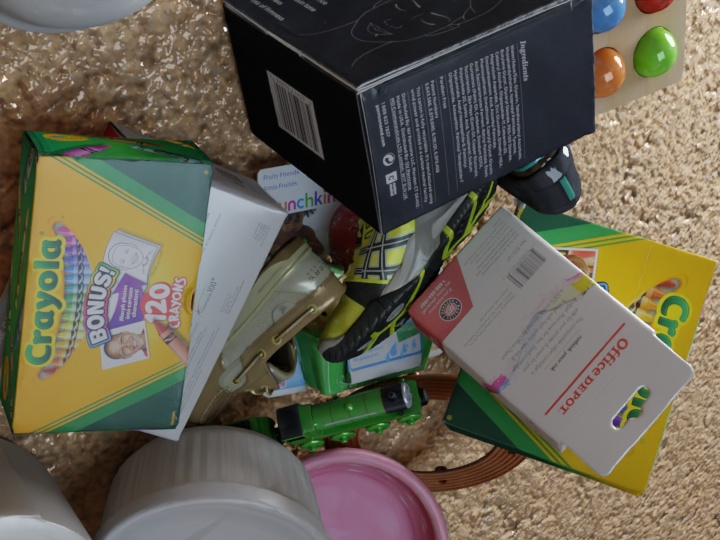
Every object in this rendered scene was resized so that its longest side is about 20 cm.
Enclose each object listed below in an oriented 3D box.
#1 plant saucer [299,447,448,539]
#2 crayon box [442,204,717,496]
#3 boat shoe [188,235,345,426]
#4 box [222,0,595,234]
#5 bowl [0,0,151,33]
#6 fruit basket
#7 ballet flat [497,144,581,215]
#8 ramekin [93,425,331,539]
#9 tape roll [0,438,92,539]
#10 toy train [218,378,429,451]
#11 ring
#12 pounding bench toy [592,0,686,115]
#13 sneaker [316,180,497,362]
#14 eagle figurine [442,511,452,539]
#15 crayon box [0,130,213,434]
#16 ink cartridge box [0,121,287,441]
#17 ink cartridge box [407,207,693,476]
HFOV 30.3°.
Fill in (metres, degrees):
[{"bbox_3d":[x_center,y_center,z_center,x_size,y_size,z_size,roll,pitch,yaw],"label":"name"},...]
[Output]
[{"bbox_3d":[-0.019,0.260,1.232,0.199,0.051,0.202,-1,97,-9],"label":"plant saucer"},{"bbox_3d":[0.183,0.064,1.107,0.058,0.172,0.201,51,58,-72],"label":"crayon box"},{"bbox_3d":[-0.081,0.064,1.052,0.200,0.066,0.074,-54,176,35],"label":"boat shoe"},{"bbox_3d":[0.036,-0.152,0.982,0.196,0.200,0.124,-27,129,-20],"label":"box"},{"bbox_3d":[-0.178,-0.239,0.855,0.200,0.090,0.202,-18,125,-28],"label":"bowl"},{"bbox_3d":[0.000,0.000,1.117,0.184,0.094,0.201,-12,118,-30],"label":"fruit basket"},{"bbox_3d":[0.125,-0.090,1.079,0.073,0.200,0.074,-5,109,-15],"label":"ballet flat"},{"bbox_3d":[-0.123,0.215,1.105,0.201,0.095,0.203,-4,134,-4],"label":"ramekin"},{"bbox_3d":[-0.298,0.241,0.993,0.202,0.139,0.204,-12,116,-26],"label":"tape roll"},{"bbox_3d":[-0.040,0.129,1.131,0.199,0.042,0.056,-17,160,11],"label":"toy train"},{"bbox_3d":[0.063,0.149,1.225,0.199,0.019,0.201,0,141,0],"label":"ring"},{"bbox_3d":[0.182,-0.181,1.100,0.124,0.156,0.201,-23,127,-23],"label":"pounding bench toy"},{"bbox_3d":[0.025,-0.015,1.047,0.200,0.076,0.075,-53,165,11],"label":"sneaker"},{"bbox_3d":[0.033,0.357,1.322,0.199,0.152,0.151,-16,144,-34],"label":"eagle figurine"},{"bbox_3d":[-0.176,0.010,0.908,0.118,0.058,0.201,1,111,-25],"label":"crayon box"},{"bbox_3d":[-0.180,0.003,0.987,0.175,0.084,0.201,21,101,-31],"label":"ink cartridge box"},{"bbox_3d":[0.150,0.060,1.048,0.117,0.200,0.068,-47,163,-5],"label":"ink cartridge box"}]
